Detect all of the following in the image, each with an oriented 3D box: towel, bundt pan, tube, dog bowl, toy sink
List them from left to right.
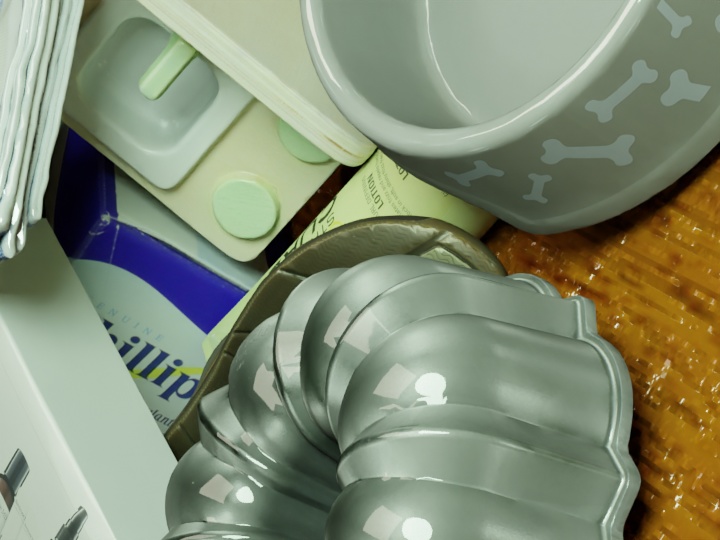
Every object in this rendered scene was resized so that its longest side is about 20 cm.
[{"bbox_3d":[-0.164,-0.056,1.031,0.200,0.024,0.148,-21,55,55],"label":"towel"},{"bbox_3d":[-0.054,-0.095,1.081,0.112,0.130,0.200,-47,11,31],"label":"toy sink"},{"bbox_3d":[-0.004,0.084,0.838,0.202,0.075,0.203,-39,39,42],"label":"bundt pan"},{"bbox_3d":[0.000,0.000,1.015,0.200,0.052,0.058,-47,5,35],"label":"tube"},{"bbox_3d":[0.059,-0.116,0.900,0.199,0.058,0.202,-18,63,39],"label":"dog bowl"}]

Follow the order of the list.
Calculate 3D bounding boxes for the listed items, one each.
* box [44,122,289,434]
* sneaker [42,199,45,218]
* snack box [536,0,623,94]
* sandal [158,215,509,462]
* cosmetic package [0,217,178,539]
[{"bbox_3d":[-0.128,0.027,1.190,0.200,0.105,0.184,-51,23,20],"label":"box"},{"bbox_3d":[-0.188,-0.049,1.169,0.114,0.076,0.200,-38,36,31],"label":"sneaker"},{"bbox_3d":[0.094,-0.139,0.993,0.116,0.037,0.200,-54,22,18],"label":"snack box"},{"bbox_3d":[-0.014,0.043,0.981,0.200,0.082,0.055,-52,0,38],"label":"sandal"},{"bbox_3d":[-0.118,0.075,1.004,0.083,0.050,0.200,-58,47,30],"label":"cosmetic package"}]
